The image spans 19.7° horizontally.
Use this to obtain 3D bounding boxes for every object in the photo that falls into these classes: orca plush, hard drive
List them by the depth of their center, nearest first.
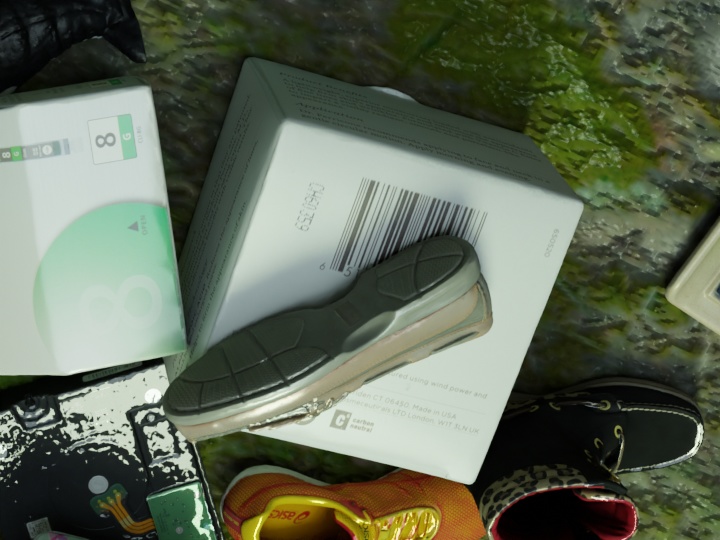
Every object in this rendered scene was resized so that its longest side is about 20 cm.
[{"bbox_3d":[-0.223,-0.112,1.208,0.199,0.071,0.106,-8,113,-10],"label":"orca plush"},{"bbox_3d":[-0.164,0.158,1.350,0.139,0.038,0.201,-17,114,-5],"label":"hard drive"}]

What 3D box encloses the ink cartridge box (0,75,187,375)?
[{"bbox_3d":[-0.208,-0.017,1.192,0.199,0.050,0.162,-11,105,-16],"label":"ink cartridge box"}]

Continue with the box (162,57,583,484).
[{"bbox_3d":[0.000,0.000,1.271,0.198,0.131,0.201,14,109,-17],"label":"box"}]

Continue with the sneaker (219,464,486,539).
[{"bbox_3d":[0.006,0.171,1.370,0.199,0.077,0.073,-1,112,-23],"label":"sneaker"}]

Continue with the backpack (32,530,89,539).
[{"bbox_3d":[-0.150,0.266,1.283,0.199,0.176,0.154,25,109,-25],"label":"backpack"}]

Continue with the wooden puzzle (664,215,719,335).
[{"bbox_3d":[0.332,-0.005,1.392,0.199,0.046,0.186,31,102,-22],"label":"wooden puzzle"}]

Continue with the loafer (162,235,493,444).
[{"bbox_3d":[-0.014,0.053,1.183,0.199,0.072,0.063,-28,123,-3],"label":"loafer"}]

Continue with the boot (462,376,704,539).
[{"bbox_3d":[0.148,0.130,1.347,0.199,0.151,0.074,3,111,-14],"label":"boot"}]
